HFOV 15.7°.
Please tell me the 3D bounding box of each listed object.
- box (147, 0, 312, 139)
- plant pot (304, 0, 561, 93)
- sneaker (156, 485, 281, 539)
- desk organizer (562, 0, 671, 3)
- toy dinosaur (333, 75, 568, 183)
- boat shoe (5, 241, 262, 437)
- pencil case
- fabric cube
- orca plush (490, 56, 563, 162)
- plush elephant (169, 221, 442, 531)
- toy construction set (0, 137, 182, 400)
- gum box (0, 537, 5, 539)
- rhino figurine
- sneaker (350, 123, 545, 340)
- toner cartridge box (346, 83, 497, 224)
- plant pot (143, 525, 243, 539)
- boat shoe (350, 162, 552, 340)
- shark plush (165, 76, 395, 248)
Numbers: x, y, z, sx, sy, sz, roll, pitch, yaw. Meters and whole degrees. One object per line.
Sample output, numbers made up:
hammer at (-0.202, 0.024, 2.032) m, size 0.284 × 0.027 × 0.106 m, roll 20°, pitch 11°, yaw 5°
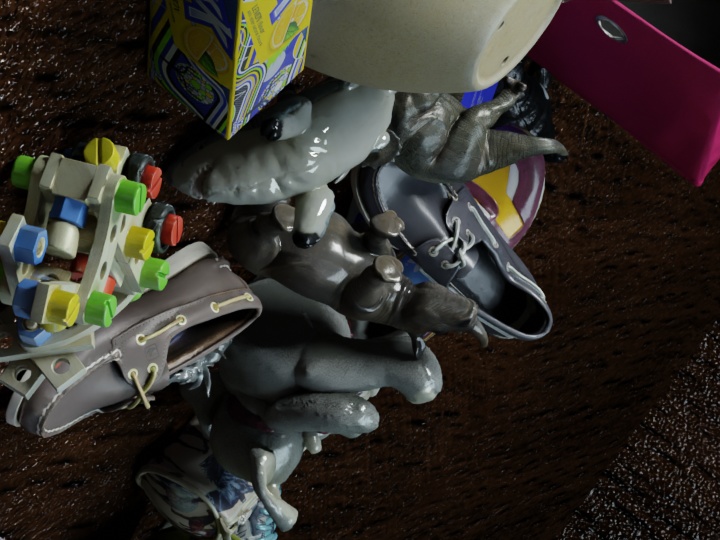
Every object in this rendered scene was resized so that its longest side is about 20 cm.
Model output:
box at (-0.066, -0.160, 1.386) m, size 0.070 × 0.064 × 0.200 m, roll -45°, pitch 163°, yaw -26°
plant pot at (0.044, -0.181, 1.525) m, size 0.200 × 0.134 × 0.200 m, roll -47°, pitch 163°, yaw -19°
sneaker at (-0.091, 0.195, 2.080) m, size 0.200 × 0.086 × 0.078 m, roll -55°, pitch 165°, yaw 11°
desk organizer at (0.170, -0.268, 1.616) m, size 0.072 × 0.077 × 0.200 m, roll -25°, pitch 117°, yaw -53°
toy dinosaur at (0.049, -0.101, 1.774) m, size 0.200 × 0.077 × 0.102 m, roll 16°, pitch 108°, yaw -41°
boat shoe at (-0.141, 0.052, 1.656) m, size 0.200 × 0.060 × 0.072 m, roll -37°, pitch 159°, yaw -44°
pencil case at (-0.073, 0.123, 1.964) m, size 0.200 × 0.089 × 0.078 m, roll -43°, pitch 166°, yaw -32°
fabric cube at (0.234, -0.219, 1.880) m, size 0.200 × 0.196 × 0.199 m, roll -49°, pitch 166°, yaw -15°
orca plush at (0.141, -0.121, 2.065) m, size 0.105 × 0.071 × 0.200 m, roll -45°, pitch 163°, yaw -24°
plush elephant at (-0.050, 0.089, 1.837) m, size 0.200 × 0.165 × 0.155 m, roll -16°, pitch 137°, yaw -17°
toy construction set at (-0.155, 0.001, 1.440) m, size 0.200 × 0.092 × 0.131 m, roll 110°, pitch -2°, yaw -68°
gum box at (-0.294, 0.234, 1.612) m, size 0.200 × 0.066 × 0.114 m, roll -27°, pitch 153°, yaw -58°
rhino figurine at (0.000, 0.000, 1.729) m, size 0.087 × 0.200 × 0.060 m, roll -44°, pitch -160°, yaw 55°
sneaker at (0.064, -0.017, 1.908) m, size 0.200 × 0.075 × 0.090 m, roll -57°, pitch 169°, yaw 18°
toner cartridge box at (0.045, -0.088, 1.913) m, size 0.095 × 0.043 × 0.200 m, roll -40°, pitch 161°, yaw -33°
plant pot at (-0.175, 0.298, 1.919) m, size 0.193 × 0.200 × 0.200 m, roll -5°, pitch 133°, yaw -54°
boat shoe at (0.070, -0.020, 1.837) m, size 0.073 × 0.063 × 0.200 m, roll -48°, pitch 124°, yaw -9°
shark plush at (-0.029, -0.106, 1.606) m, size 0.200 × 0.083 × 0.091 m, roll -50°, pitch 133°, yaw -26°
